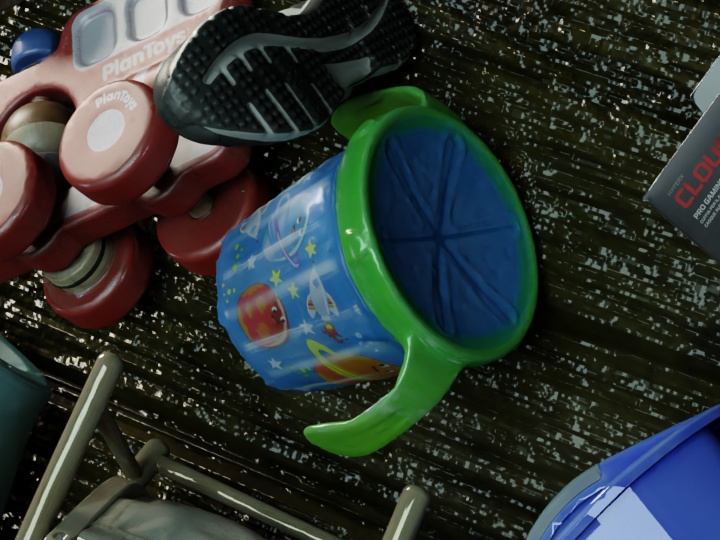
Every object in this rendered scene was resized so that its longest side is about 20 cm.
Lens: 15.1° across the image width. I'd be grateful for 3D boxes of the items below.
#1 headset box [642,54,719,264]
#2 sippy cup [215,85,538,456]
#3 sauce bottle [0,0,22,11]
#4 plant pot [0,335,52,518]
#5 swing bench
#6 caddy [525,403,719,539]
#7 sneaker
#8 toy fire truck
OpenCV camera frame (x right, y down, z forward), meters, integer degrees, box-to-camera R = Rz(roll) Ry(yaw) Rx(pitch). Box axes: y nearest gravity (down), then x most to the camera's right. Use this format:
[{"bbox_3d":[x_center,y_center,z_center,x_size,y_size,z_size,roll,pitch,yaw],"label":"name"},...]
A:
[{"bbox_3d":[0.243,-0.042,1.276,0.200,0.077,0.149,43,108,23],"label":"headset box"},{"bbox_3d":[0.000,0.000,1.389,0.130,0.178,0.140,-22,105,38],"label":"sippy cup"},{"bbox_3d":[-0.257,-0.236,1.579,0.066,0.066,0.200,-50,65,18],"label":"sauce bottle"},{"bbox_3d":[-0.276,0.100,1.509,0.200,0.200,0.188,38,91,26],"label":"plant pot"},{"bbox_3d":[-0.085,0.181,1.363,0.198,0.130,0.200,23,68,21],"label":"swing bench"},{"bbox_3d":[0.128,0.146,1.296,0.200,0.141,0.105,-48,72,18],"label":"caddy"},{"bbox_3d":[-0.047,-0.095,1.384,0.080,0.200,0.074,-32,87,33],"label":"sneaker"},{"bbox_3d":[-0.142,-0.076,1.493,0.199,0.112,0.169,-23,52,26],"label":"toy fire truck"}]
